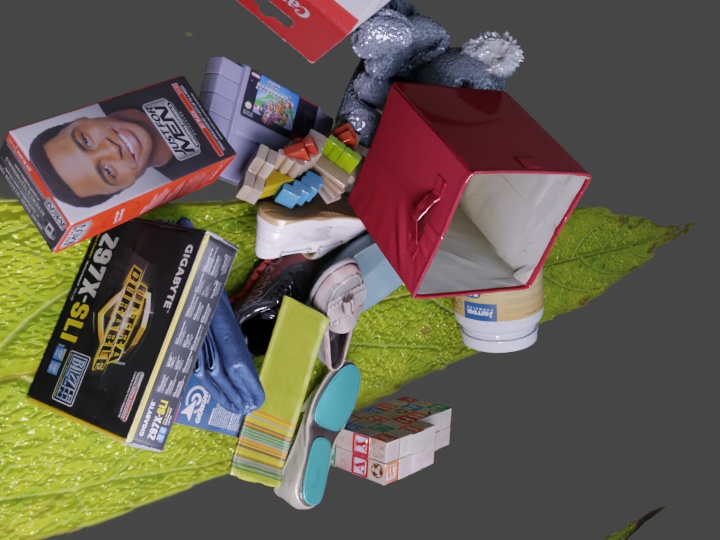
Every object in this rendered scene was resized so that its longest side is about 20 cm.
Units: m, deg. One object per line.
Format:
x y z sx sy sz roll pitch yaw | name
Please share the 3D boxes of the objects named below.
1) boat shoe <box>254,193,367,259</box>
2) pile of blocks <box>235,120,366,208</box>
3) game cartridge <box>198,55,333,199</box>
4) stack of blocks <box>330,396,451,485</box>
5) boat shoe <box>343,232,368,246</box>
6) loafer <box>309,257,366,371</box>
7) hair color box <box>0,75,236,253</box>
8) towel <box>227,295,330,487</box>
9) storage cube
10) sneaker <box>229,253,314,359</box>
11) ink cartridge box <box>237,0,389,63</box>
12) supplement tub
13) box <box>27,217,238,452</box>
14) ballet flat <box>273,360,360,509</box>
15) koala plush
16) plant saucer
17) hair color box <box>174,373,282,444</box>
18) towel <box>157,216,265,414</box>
-0.056 -0.049 1.043 0.200 0.071 0.070 -8 125 -50 | boat shoe
-0.052 -0.122 0.990 0.200 0.062 0.082 -30 78 -44 | pile of blocks
-0.111 -0.155 1.014 0.200 0.038 0.130 19 87 -52 | game cartridge
0.051 0.237 1.238 0.200 0.115 0.059 -6 103 -51 | stack of blocks
0.057 -0.049 1.216 0.200 0.072 0.073 -9 105 -50 | boat shoe
-0.024 0.058 1.061 0.072 0.063 0.200 -25 158 -24 | loafer
-0.226 -0.105 0.822 0.200 0.061 0.102 -34 88 -43 | hair color box
-0.087 0.135 0.959 0.086 0.018 0.201 34 70 -54 | towel
0.115 -0.094 0.993 0.199 0.180 0.171 -3 132 -32 | storage cube
-0.105 0.043 1.012 0.200 0.098 0.071 -44 127 -39 | sneaker
-0.048 -0.339 0.962 0.200 0.161 0.050 -47 175 -36 | ink cartridge box
0.216 0.014 1.373 0.144 0.144 0.201 -25 116 -46 | supplement tub
-0.217 0.052 0.821 0.049 0.159 0.201 32 73 -49 | box
-0.061 0.209 1.133 0.069 0.069 0.201 46 57 -46 | ballet flat
0.093 -0.245 1.090 0.184 0.199 0.178 -66 171 -52 | koala plush
0.000 0.000 1.119 0.200 0.039 0.201 -29 159 -13 | plant saucer
-0.185 0.131 0.927 0.200 0.100 0.061 28 75 -51 | hair color box
-0.156 0.047 0.883 0.048 0.200 0.112 -25 145 -4 | towel
